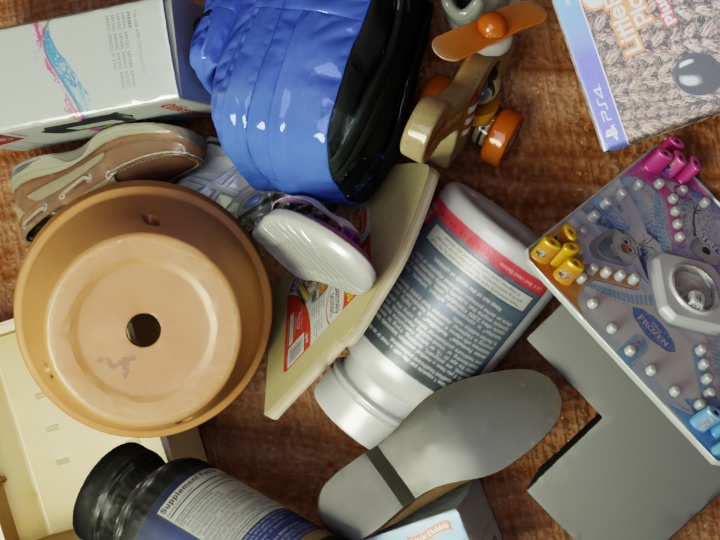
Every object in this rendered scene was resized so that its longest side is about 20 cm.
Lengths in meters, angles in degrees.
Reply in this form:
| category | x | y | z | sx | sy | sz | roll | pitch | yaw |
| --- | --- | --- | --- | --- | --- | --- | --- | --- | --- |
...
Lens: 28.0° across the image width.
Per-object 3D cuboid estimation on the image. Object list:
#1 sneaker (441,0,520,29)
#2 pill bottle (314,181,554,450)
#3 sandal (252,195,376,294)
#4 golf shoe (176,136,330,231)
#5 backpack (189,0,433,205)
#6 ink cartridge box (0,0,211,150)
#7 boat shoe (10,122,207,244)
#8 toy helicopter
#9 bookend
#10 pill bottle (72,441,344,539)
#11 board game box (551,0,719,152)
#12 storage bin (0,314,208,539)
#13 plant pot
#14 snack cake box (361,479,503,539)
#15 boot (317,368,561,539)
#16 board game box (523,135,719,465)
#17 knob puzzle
| category | x | y | z | sx | sy | sz | roll | pitch | yaw |
| --- | --- | --- | --- | --- | --- | --- | --- | --- | --- |
| sneaker | 0.109 | -0.276 | 1.098 | 0.076 | 0.092 | 0.200 | 14 | 98 | 11 |
| pill bottle | 0.057 | 0.043 | 1.123 | 0.120 | 0.120 | 0.200 | 39 | 101 | 7 |
| sandal | -0.034 | -0.028 | 1.061 | 0.082 | 0.203 | 0.050 | 41 | 80 | -18 |
| golf shoe | -0.125 | -0.058 | 1.192 | 0.200 | 0.078 | 0.097 | -21 | 71 | 10 |
| backpack | -0.040 | -0.153 | 1.091 | 0.168 | 0.163 | 0.200 | 7 | 77 | 21 |
| ink cartridge box | -0.216 | -0.154 | 1.153 | 0.200 | 0.146 | 0.083 | -9 | 90 | 14 |
| boat shoe | -0.204 | -0.066 | 1.175 | 0.200 | 0.076 | 0.072 | -16 | 67 | 35 |
| toy helicopter | 0.077 | -0.131 | 1.062 | 0.079 | 0.200 | 0.132 | 28 | 117 | 9 |
| bookend | 0.191 | 0.107 | 1.113 | 0.199 | 0.092 | 0.200 | 45 | 104 | 7 |
| pill bottle | -0.112 | 0.208 | 1.074 | 0.200 | 0.112 | 0.112 | 25 | 100 | 25 |
| board game box | 0.252 | -0.194 | 1.070 | 0.200 | 0.097 | 0.160 | -19 | 90 | 13 |
| storage bin | -0.244 | 0.130 | 1.212 | 0.198 | 0.094 | 0.200 | -17 | 91 | 13 |
| plant pot | -0.158 | 0.035 | 1.066 | 0.200 | 0.140 | 0.200 | -1 | 95 | -9 |
| snack cake box | 0.007 | 0.238 | 1.153 | 0.200 | 0.115 | 0.067 | -21 | 90 | 14 |
| boot | 0.063 | 0.136 | 1.090 | 0.200 | 0.075 | 0.074 | -31 | 74 | 9 |
| board game box | 0.243 | 0.013 | 1.047 | 0.200 | 0.200 | 0.026 | 48 | 139 | 8 |
| knob puzzle | 0.000 | 0.000 | 1.098 | 0.030 | 0.220 | 0.220 | 33 | 102 | -19 |
